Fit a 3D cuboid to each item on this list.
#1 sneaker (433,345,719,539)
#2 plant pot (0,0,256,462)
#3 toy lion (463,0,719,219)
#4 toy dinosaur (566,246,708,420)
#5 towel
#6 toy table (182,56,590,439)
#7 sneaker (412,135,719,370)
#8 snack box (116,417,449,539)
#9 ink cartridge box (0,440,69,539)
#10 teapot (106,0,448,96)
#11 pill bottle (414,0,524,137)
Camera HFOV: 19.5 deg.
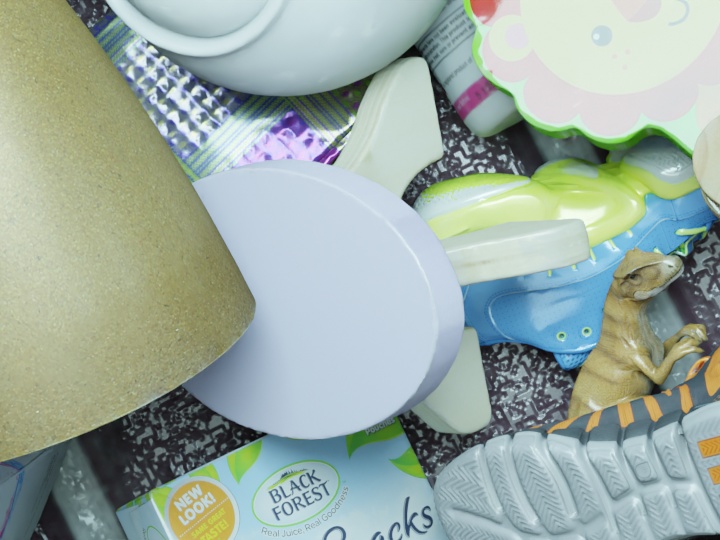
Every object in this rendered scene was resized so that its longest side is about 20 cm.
[{"bbox_3d":[0.137,0.085,0.970,0.200,0.112,0.078,-13,103,33],"label":"sneaker"},{"bbox_3d":[-0.166,-0.043,0.891,0.186,0.186,0.200,-20,106,2],"label":"plant pot"},{"bbox_3d":[0.154,-0.129,0.939,0.192,0.069,0.200,45,95,11],"label":"toy lion"},{"bbox_3d":[0.125,0.079,1.037,0.106,0.060,0.200,14,107,-14],"label":"toy dinosaur"},{"bbox_3d":[-0.096,-0.070,1.083,0.144,0.023,0.200,44,90,4],"label":"towel"},{"bbox_3d":[0.000,0.000,0.985,0.200,0.117,0.184,14,114,43],"label":"toy table"},{"bbox_3d":[0.130,-0.010,1.051,0.200,0.076,0.105,-10,100,10],"label":"sneaker"},{"bbox_3d":[-0.011,0.175,1.025,0.142,0.053,0.200,-23,86,-32],"label":"snack box"},{"bbox_3d":[-0.239,0.102,0.996,0.144,0.200,0.085,22,100,4],"label":"ink cartridge box"},{"bbox_3d":[-0.059,-0.163,0.948,0.197,0.146,0.200,43,127,15],"label":"teapot"},{"bbox_3d":[0.050,-0.177,1.032,0.113,0.113,0.200,-34,87,2],"label":"pill bottle"}]
